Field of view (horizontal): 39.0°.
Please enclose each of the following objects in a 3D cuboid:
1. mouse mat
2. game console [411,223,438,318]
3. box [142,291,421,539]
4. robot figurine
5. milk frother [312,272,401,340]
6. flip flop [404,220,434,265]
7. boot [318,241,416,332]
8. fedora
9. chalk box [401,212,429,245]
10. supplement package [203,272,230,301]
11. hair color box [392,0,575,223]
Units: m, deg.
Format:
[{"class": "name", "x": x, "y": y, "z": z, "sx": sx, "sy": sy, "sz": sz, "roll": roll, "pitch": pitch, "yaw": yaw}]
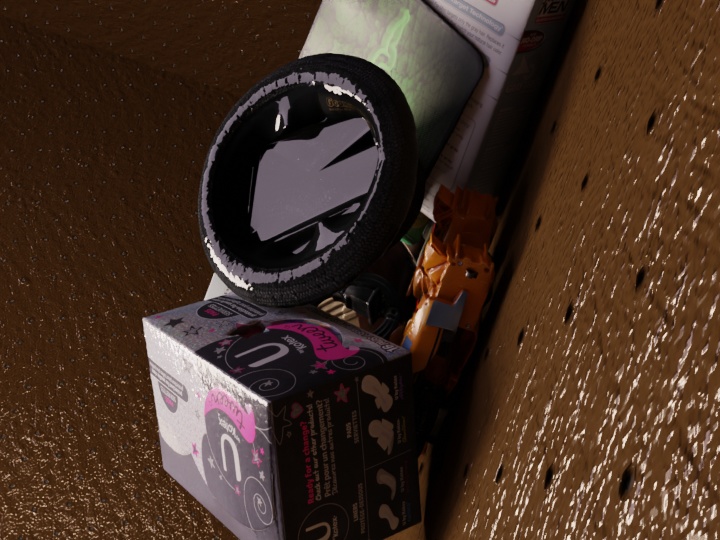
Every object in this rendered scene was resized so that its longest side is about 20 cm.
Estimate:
[{"class": "mouse mat", "x": 0.004, "y": -0.130, "z": 0.798, "sx": 0.007, "sy": 0.161, "sz": 0.201, "roll": -19, "pitch": -33, "yaw": -44}, {"class": "game console", "x": 0.073, "y": 0.010, "z": 0.968, "sx": 0.202, "sy": 0.030, "sz": 0.179, "roll": -73, "pitch": -3, "yaw": -47}, {"class": "box", "x": -0.062, "y": 0.102, "z": 0.718, "sx": 0.199, "sy": 0.113, "sz": 0.135, "roll": 21, "pitch": 121, "yaw": 52}, {"class": "robot figurine", "x": 0.048, "y": 0.048, "z": 0.731, "sx": 0.146, "sy": 0.057, "sz": 0.202, "roll": -74, "pitch": 2, "yaw": -59}, {"class": "milk frother", "x": -0.024, "y": 0.132, "z": 0.952, "sx": 0.200, "sy": 0.180, "sz": 0.189, "roll": -45, "pitch": -9, "yaw": -24}, {"class": "flip flop", "x": 0.060, "y": -0.027, "z": 1.197, "sx": 0.081, "sy": 0.057, "sz": 0.203, "roll": 112, "pitch": 175, "yaw": -74}, {"class": "boot", "x": 0.000, "y": 0.000, "z": 1.044, "sx": 0.202, "sy": 0.071, "sz": 0.167, "roll": 60, "pitch": -152, "yaw": -28}, {"class": "fedora", "x": -0.025, "y": -0.057, "z": 0.749, "sx": 0.091, "sy": 0.199, "sz": 0.204, "roll": 19, "pitch": -91, "yaw": -50}, {"class": "chalk box", "x": 0.007, "y": -0.109, "z": 0.920, "sx": 0.202, "sy": 0.124, "sz": 0.123, "roll": -60, "pitch": -34, "yaw": -2}, {"class": "supplement package", "x": -0.077, "y": 0.111, "z": 1.157, "sx": 0.152, "sy": 0.197, "sz": 0.153, "roll": 58, "pitch": -137, "yaw": -53}, {"class": "hair color box", "x": 0.080, "y": -0.143, "z": 0.766, "sx": 0.060, "sy": 0.099, "sz": 0.202, "roll": -20, "pitch": -42, "yaw": -44}]
